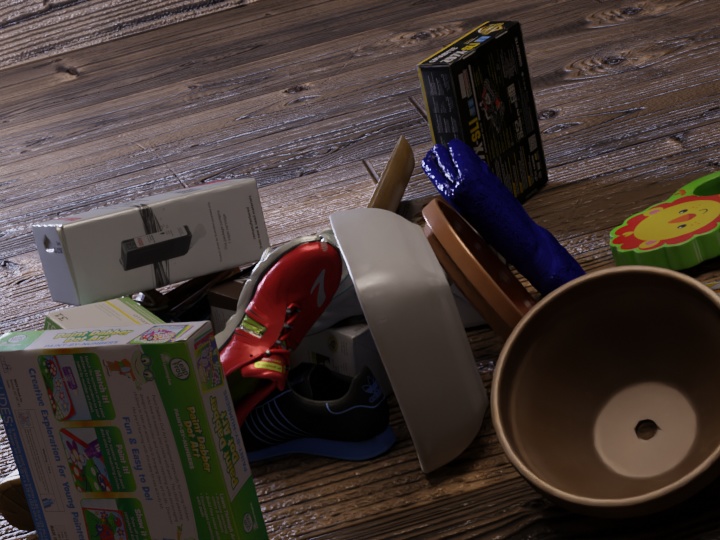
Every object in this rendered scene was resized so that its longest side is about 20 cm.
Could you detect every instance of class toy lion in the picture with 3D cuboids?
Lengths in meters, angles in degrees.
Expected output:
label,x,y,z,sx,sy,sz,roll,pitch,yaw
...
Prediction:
label,x,y,z,sx,sy,sz,roll,pitch,yaw
toy lion,0.348,-0.054,1.858,0.191,0.069,0.200,-14,18,24

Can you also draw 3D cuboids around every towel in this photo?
label,x,y,z,sx,sy,sz,roll,pitch,yaw
towel,0.147,-0.038,1.745,0.050,0.200,0.148,-45,19,6

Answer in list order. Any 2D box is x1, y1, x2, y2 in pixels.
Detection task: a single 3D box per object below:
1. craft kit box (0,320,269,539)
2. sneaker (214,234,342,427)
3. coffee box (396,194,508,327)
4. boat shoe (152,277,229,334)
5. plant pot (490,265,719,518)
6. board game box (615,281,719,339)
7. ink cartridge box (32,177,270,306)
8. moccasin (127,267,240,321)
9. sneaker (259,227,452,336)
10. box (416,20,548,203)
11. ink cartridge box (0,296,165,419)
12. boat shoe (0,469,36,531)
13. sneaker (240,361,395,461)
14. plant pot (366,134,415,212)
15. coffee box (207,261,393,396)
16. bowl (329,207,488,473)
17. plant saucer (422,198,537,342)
label,x,y,z,sx,sy,sz,roll,pitch,yaw
craft kit box,-0.186,0.141,1.469,0.197,0.200,0.049,-2,21,29
sneaker,-0.074,0.062,1.574,0.200,0.077,0.085,-54,32,15
coffee box,0.086,-0.011,1.875,0.113,0.080,0.200,-11,20,13
boat shoe,-0.192,0.068,1.803,0.084,0.069,0.200,4,28,42
plant pot,0.206,0.104,1.401,0.200,0.093,0.201,-12,55,18
board game box,0.287,0.037,1.541,0.200,0.034,0.134,-8,-10,-10
ink cartridge box,-0.206,-0.029,1.814,0.200,0.084,0.144,-14,6,-19
moccasin,-0.206,0.044,1.862,0.201,0.078,0.074,-21,19,-17
sneaker,0.000,0.000,1.668,0.200,0.080,0.070,-15,26,-18
box,0.140,-0.162,2.075,0.049,0.200,0.160,3,26,37
ink cartridge box,-0.238,0.090,1.638,0.145,0.048,0.200,32,28,33
boat shoe,-0.218,0.175,1.586,0.200,0.074,0.069,-6,27,24
sneaker,-0.064,0.120,1.624,0.200,0.078,0.070,-4,23,27
plant pot,0.012,-0.043,1.908,0.027,0.200,0.200,25,23,-1
coffee box,-0.036,0.052,1.755,0.200,0.080,0.114,15,33,41
bowl,0.045,0.048,1.553,0.075,0.200,0.200,-20,23,-1
plant saucer,0.120,0.022,1.618,0.032,0.200,0.200,-41,17,9
